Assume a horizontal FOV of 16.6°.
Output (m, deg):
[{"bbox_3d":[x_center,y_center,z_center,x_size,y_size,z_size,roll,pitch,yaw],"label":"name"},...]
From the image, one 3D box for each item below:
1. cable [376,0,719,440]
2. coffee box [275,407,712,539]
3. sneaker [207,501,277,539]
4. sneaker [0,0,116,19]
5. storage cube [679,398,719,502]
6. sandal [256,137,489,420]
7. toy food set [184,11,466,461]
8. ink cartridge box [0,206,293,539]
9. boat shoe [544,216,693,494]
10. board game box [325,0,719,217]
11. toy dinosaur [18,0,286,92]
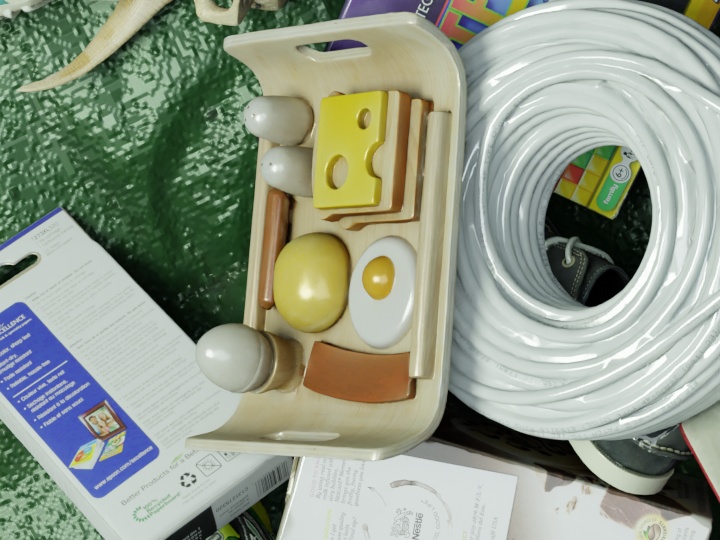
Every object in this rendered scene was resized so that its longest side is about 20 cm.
[{"bbox_3d":[0.105,-0.024,1.113,0.200,0.069,0.200,-50,62,20],"label":"cable"},{"bbox_3d":[0.067,0.121,1.216,0.199,0.113,0.080,16,96,5],"label":"coffee box"},{"bbox_3d":[-0.051,0.172,1.248,0.200,0.085,0.078,41,99,2],"label":"sneaker"},{"bbox_3d":[-0.189,-0.146,1.237,0.199,0.070,0.094,17,110,24],"label":"sneaker"},{"bbox_3d":[0.272,0.096,1.063,0.180,0.171,0.200,37,107,-22],"label":"storage cube"},{"bbox_3d":[0.000,0.000,1.232,0.045,0.075,0.200,-35,82,-27],"label":"sandal"},{"bbox_3d":[-0.024,-0.014,1.132,0.143,0.060,0.201,-2,82,49],"label":"toy food set"},{"bbox_3d":[-0.129,0.058,1.232,0.095,0.037,0.200,-35,59,-18],"label":"ink cartridge box"},{"bbox_3d":[0.104,0.012,1.195,0.200,0.072,0.068,56,132,30],"label":"boat shoe"},{"bbox_3d":[0.092,-0.151,1.188,0.165,0.057,0.200,24,107,-3],"label":"board game box"},{"bbox_3d":[-0.088,-0.161,1.252,0.101,0.058,0.200,28,96,20],"label":"toy dinosaur"}]
